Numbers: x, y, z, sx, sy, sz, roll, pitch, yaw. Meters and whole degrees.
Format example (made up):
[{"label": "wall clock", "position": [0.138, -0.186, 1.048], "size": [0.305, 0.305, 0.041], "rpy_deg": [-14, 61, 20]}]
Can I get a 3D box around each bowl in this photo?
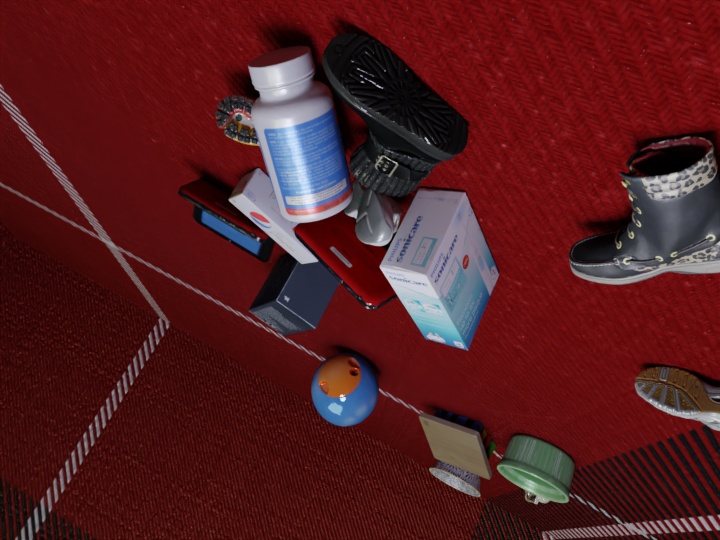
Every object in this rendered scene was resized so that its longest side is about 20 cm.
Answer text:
[{"label": "bowl", "position": [0.350, 0.708, 2.148], "size": [0.197, 0.095, 0.202], "rpy_deg": [26, 156, 12]}]

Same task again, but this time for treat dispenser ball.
[{"label": "treat dispenser ball", "position": [-0.044, 0.340, 1.739], "size": [0.197, 0.204, 0.202], "rpy_deg": [25, 157, 11]}]

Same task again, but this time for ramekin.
[{"label": "ramekin", "position": [0.473, 0.525, 1.620], "size": [0.196, 0.099, 0.201], "rpy_deg": [25, 157, 11]}]

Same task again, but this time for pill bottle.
[{"label": "pill bottle", "position": [-0.080, -0.178, 0.794], "size": [0.110, 0.112, 0.204], "rpy_deg": [12, 130, 35]}]

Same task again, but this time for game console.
[{"label": "game console", "position": [-0.276, -0.087, 1.247], "size": [0.197, 0.121, 0.173], "rpy_deg": [30, -161, -1]}, {"label": "game console", "position": [0.000, 0.000, 1.017], "size": [0.200, 0.170, 0.120], "rpy_deg": [43, 138, 25]}]

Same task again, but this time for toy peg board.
[{"label": "toy peg board", "position": [0.299, 0.489, 1.799], "size": [0.196, 0.098, 0.203], "rpy_deg": [10, 134, 39]}]

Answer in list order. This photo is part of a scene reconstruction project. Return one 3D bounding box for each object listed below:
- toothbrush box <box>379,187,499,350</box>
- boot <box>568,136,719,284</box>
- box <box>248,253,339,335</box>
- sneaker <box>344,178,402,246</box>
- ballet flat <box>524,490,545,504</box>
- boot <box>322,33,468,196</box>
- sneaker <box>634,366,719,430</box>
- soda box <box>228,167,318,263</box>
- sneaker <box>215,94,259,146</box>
[{"label": "toothbrush box", "position": [0.126, -0.001, 0.912], "size": [0.084, 0.149, 0.201], "rpy_deg": [10, 149, 37]}, {"label": "boot", "position": [0.306, -0.062, 0.666], "size": [0.200, 0.075, 0.154], "rpy_deg": [-6, 137, 45]}, {"label": "box", "position": [-0.140, 0.044, 1.323], "size": [0.106, 0.151, 0.199], "rpy_deg": [35, 157, -17]}, {"label": "sneaker", "position": [0.031, -0.084, 0.893], "size": [0.078, 0.072, 0.201], "rpy_deg": [20, -162, -16]}, {"label": "ballet flat", "position": [0.569, 0.702, 1.908], "size": [0.068, 0.071, 0.201], "rpy_deg": [28, 157, 4]}, {"label": "boot", "position": [0.018, -0.181, 0.762], "size": [0.209, 0.081, 0.157], "rpy_deg": [37, 156, -15]}, {"label": "sneaker", "position": [0.532, 0.214, 0.945], "size": [0.196, 0.077, 0.088], "rpy_deg": [13, 152, 36]}, {"label": "soda box", "position": [-0.151, -0.099, 1.155], "size": [0.199, 0.065, 0.067], "rpy_deg": [43, 154, -25]}, {"label": "sneaker", "position": [-0.112, -0.206, 0.897], "size": [0.196, 0.079, 0.082], "rpy_deg": [25, -166, -8]}]
